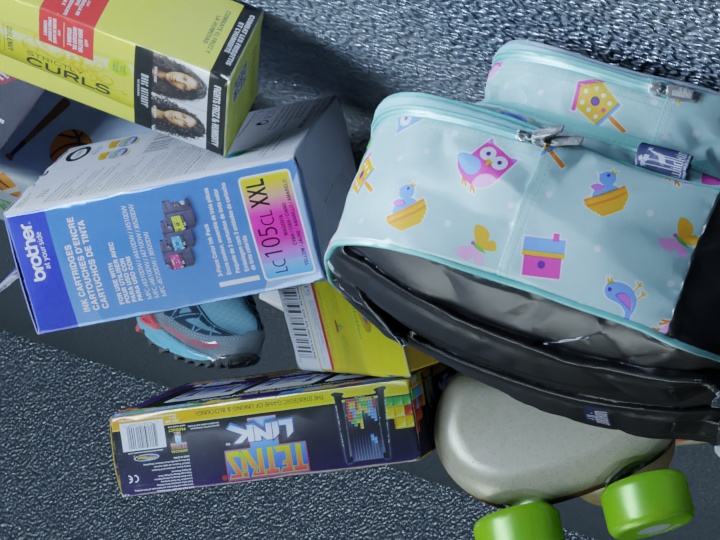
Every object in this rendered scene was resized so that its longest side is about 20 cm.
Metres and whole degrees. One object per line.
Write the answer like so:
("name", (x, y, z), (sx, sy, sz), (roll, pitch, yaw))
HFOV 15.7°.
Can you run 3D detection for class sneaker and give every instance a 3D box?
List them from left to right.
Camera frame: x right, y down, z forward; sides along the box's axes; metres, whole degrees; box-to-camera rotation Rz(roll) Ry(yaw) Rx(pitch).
("sneaker", (-0.116, -0.017, 1.754), (0.079, 0.096, 0.200), (-2, -140, -30))

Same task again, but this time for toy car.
("toy car", (0.138, 0.107, 1.678), (0.157, 0.165, 0.200), (-15, 163, 9))

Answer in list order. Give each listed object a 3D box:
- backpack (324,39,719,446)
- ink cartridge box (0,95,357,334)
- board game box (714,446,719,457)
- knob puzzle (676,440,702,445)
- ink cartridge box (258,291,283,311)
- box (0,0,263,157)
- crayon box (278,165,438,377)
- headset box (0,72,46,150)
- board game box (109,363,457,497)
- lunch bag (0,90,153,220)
("backpack", (0.089, -0.016, 1.189), (0.199, 0.154, 0.176), (10, 167, 12))
("ink cartridge box", (-0.108, -0.030, 1.441), (0.199, 0.077, 0.137), (-9, -164, 13))
("board game box", (0.286, 0.103, 1.481), (0.134, 0.034, 0.200), (-7, -169, -3))
("knob puzzle", (0.238, 0.102, 1.822), (0.218, 0.031, 0.220), (-5, 174, -1))
("ink cartridge box", (0.007, 0.022, 1.966), (0.117, 0.068, 0.200), (16, 170, 39))
("box", (-0.151, -0.130, 1.370), (0.199, 0.050, 0.075), (22, 149, 7))
("crayon box", (0.000, 0.000, 1.628), (0.051, 0.128, 0.200), (-16, -174, -19))
("headset box", (-0.278, -0.101, 1.480), (0.148, 0.200, 0.075), (33, -164, -23))
("board game box", (-0.041, 0.097, 1.690), (0.199, 0.057, 0.165), (-8, -178, 16))
("lunch bag", (-0.154, -0.065, 1.637), (0.169, 0.124, 0.200), (19, 164, 14))
